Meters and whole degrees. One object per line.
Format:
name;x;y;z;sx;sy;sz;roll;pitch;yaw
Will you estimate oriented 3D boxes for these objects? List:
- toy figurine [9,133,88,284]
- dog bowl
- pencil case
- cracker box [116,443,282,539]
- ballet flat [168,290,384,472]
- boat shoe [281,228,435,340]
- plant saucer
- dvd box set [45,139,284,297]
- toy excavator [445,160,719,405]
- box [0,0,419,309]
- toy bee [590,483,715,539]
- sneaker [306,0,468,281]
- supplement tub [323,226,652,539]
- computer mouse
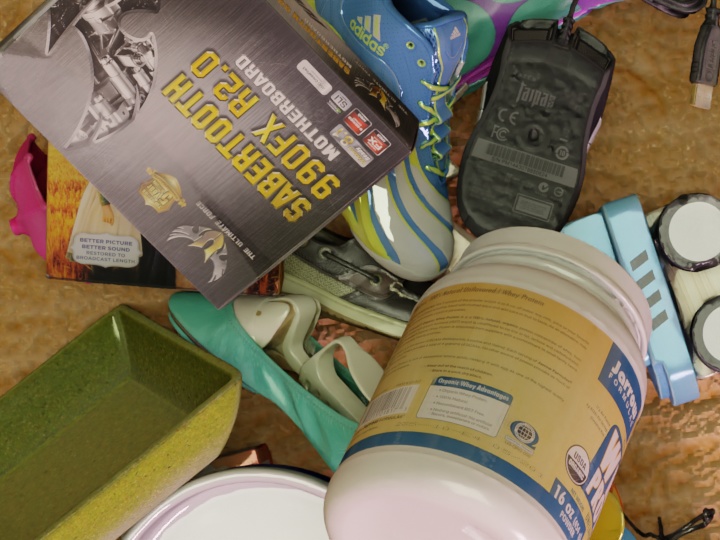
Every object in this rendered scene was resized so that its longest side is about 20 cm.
toy figurine;-0.133;-0.073;1.662;0.200;0.150;0.185;29;104;1
dog bowl;-0.060;0.217;1.614;0.199;0.079;0.201;0;90;3
pencil case;0.091;-0.164;1.652;0.200;0.085;0.093;-31;67;6
cracker box;-0.138;0.200;1.689;0.199;0.058;0.134;-16;88;6
ballet flat;-0.032;0.056;1.620;0.200;0.067;0.071;41;118;23
boat shoe;0.000;0.000;1.667;0.199;0.073;0.065;16;97;6
plant saucer;-0.174;0.118;1.619;0.200;0.200;0.048;-39;115;-14
dvd box set;-0.112;-0.083;1.578;0.146;0.029;0.201;5;116;0
toy excavator;0.129;0.001;1.633;0.199;0.100;0.195;-19;88;0
box;-0.090;-0.099;1.518;0.158;0.048;0.200;-38;105;22
toy bee;0.116;0.157;1.606;0.131;0.200;0.109;-35;89;25
sneaker;0.024;-0.095;1.561;0.105;0.076;0.201;-22;92;47
supplement tub;0.078;0.088;1.512;0.144;0.145;0.200;23;54;5
computer mouse;0.137;-0.099;1.591;0.140;0.046;0.201;12;81;0
